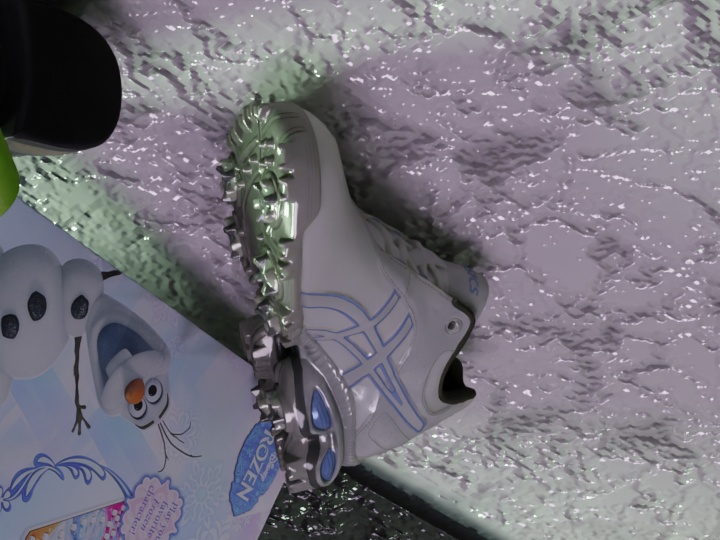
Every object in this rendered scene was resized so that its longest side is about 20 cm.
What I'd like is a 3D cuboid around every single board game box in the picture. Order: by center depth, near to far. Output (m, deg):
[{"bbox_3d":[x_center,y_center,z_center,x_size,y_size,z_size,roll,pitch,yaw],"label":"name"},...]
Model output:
[{"bbox_3d":[-0.129,0.099,1.095,0.043,0.200,0.199,10,160,45],"label":"board game box"}]

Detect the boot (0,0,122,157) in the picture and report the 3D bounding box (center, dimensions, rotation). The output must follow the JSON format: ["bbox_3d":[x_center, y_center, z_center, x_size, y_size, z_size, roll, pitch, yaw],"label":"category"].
[{"bbox_3d":[-0.202,-0.067,0.984,0.174,0.069,0.200,-10,156,40],"label":"boot"}]

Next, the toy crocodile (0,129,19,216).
[{"bbox_3d":[-0.200,-0.030,0.813,0.200,0.062,0.068,-1,131,-2],"label":"toy crocodile"}]

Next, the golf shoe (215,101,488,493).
[{"bbox_3d":[0.000,0.000,1.073,0.097,0.078,0.200,-16,143,-8],"label":"golf shoe"}]
